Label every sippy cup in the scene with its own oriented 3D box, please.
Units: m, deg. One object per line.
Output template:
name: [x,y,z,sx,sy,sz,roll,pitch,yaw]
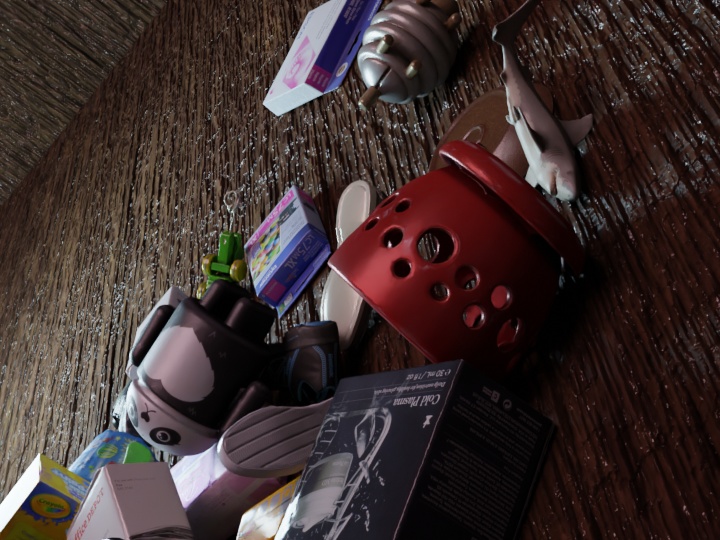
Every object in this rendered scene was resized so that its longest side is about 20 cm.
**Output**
sippy cup: [-0.331,0.286,1.818,0.176,0.141,0.131,-6,37,28]

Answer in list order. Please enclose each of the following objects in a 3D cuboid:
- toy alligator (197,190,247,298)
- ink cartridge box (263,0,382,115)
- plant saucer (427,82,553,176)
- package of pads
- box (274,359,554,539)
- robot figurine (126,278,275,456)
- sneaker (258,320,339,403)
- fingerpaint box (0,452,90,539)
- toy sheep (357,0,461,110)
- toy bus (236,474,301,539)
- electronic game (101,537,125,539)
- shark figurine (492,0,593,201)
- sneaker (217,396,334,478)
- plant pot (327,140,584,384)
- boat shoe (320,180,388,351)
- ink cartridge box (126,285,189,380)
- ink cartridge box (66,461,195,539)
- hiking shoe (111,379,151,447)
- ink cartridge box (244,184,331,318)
toy alligator: [-0.185,-0.011,1.961,0.059,0.054,0.203,11,91,25]
ink cartridge box: [-0.061,-0.359,2.236,0.199,0.043,0.198,-16,45,57]
plant saucer: [0.138,-0.141,1.591,0.200,0.037,0.201,-42,26,26]
package of pads: [-0.166,0.250,1.604,0.200,0.075,0.121,-43,23,25]
box: [0.041,0.200,1.229,0.199,0.123,0.198,-16,47,55]
robot figurine: [-0.180,0.111,1.562,0.201,0.124,0.150,-57,24,3]
sneaker: [-0.078,0.120,1.609,0.200,0.072,0.083,141,120,-64]
fingerpaint box: [-0.354,0.346,1.681,0.167,0.199,0.073,-52,23,8]
toy sheep: [0.061,-0.285,1.805,0.200,0.138,0.137,-46,20,-20]
toy bus: [-0.069,0.266,1.417,0.199,0.065,0.079,-37,29,35]
electronic game: [-0.239,0.369,1.384,0.199,0.041,0.203,3,93,55]
shark figurine: [0.196,-0.168,1.440,0.088,0.217,0.128,-17,-9,-5]
sneaker: [-0.063,0.177,1.417,0.074,0.198,0.071,62,140,23]
plant pot: [0.098,-0.006,1.297,0.183,0.200,0.200,-48,24,2]
boat shoe: [0.002,0.000,1.623,0.072,0.060,0.204,-3,73,44]
ink cartridge box: [-0.206,0.113,1.724,0.084,0.145,0.200,-50,12,6]
ink cartridge box: [-0.236,0.329,1.488,0.147,0.085,0.201,-59,43,37]
hiking shoe: [-0.309,0.205,1.955,0.101,0.075,0.201,-54,13,24]
ink cartridge box: [-0.101,-0.029,1.889,0.120,0.042,0.200,-50,26,13]
